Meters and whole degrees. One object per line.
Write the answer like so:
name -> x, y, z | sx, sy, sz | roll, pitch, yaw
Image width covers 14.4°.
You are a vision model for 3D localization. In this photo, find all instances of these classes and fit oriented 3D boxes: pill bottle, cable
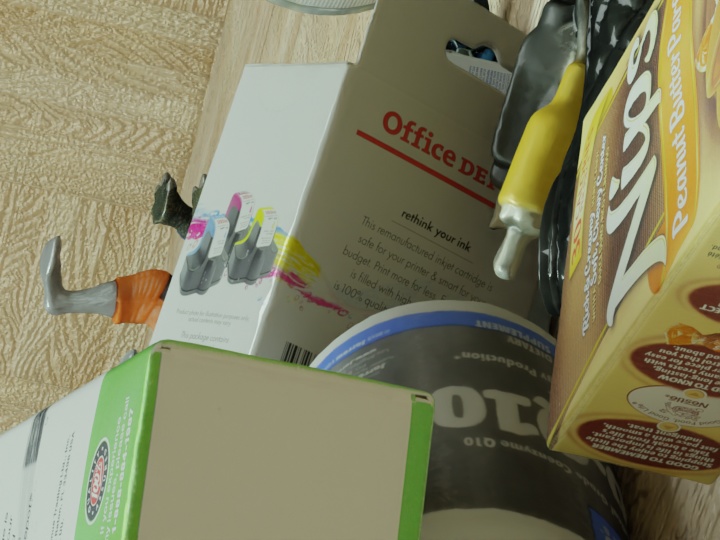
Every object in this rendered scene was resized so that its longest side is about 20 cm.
pill bottle -> 0.031, 0.102, 0.884 | 0.200, 0.113, 0.114 | -95, 18, -63
cable -> 0.090, -0.089, 0.998 | 0.097, 0.050, 0.201 | 5, -76, -62

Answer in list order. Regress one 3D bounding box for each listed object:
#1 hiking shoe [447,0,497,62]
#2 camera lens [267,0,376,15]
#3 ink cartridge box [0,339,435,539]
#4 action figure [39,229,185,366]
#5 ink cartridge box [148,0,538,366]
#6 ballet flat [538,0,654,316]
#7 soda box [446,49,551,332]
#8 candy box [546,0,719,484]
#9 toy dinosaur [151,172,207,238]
hiking shoe -> 0.030, -0.077, 1.291 | 0.200, 0.074, 0.087 | -100, 22, -69
camera lens -> -0.006, -0.230, 1.467 | 0.200, 0.159, 0.161 | 129, 152, -73
ink cartridge box -> -0.058, 0.112, 0.807 | 0.200, 0.084, 0.146 | 151, 128, -67
action figure -> -0.068, 0.035, 1.409 | 0.200, 0.193, 0.105 | 30, 106, 55
ink cartridge box -> 0.000, 0.000, 1.035 | 0.068, 0.115, 0.201 | 5, 72, 51
ballet flat -> 0.101, -0.066, 0.928 | 0.067, 0.057, 0.201 | 61, -143, -56
soda box -> 0.039, 0.021, 1.130 | 0.068, 0.063, 0.201 | 136, 145, -77
candy box -> 0.106, -0.035, 0.763 | 0.200, 0.055, 0.116 | 118, 164, -60
toy dinosaur -> -0.027, 0.013, 1.092 | 0.077, 0.102, 0.201 | 155, 119, -63
